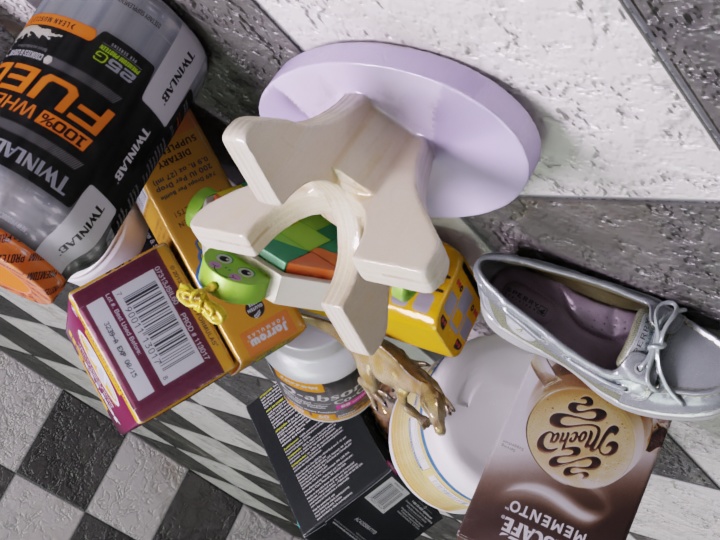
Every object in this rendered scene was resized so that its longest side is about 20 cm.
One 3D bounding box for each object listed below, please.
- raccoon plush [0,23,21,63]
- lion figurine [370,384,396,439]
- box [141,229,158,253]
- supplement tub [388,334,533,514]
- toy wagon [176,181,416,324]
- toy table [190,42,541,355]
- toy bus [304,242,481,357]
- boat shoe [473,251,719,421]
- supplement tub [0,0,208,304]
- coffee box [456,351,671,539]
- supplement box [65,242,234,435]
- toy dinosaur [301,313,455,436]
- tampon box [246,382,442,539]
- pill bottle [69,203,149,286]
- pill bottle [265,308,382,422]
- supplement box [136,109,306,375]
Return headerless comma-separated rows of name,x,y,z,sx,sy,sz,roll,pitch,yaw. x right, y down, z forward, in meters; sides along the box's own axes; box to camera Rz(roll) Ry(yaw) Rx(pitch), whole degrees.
raccoon plush,-0.329,-0.171,0.940,0.132,0.098,0.200,19,178,-3
lion figurine,0.099,0.195,1.288,0.198,0.073,0.123,30,-163,-26
box,-0.205,-0.008,1.068,0.202,0.036,0.143,57,160,17
supplement tub,0.105,0.147,1.034,0.143,0.146,0.200,28,162,-4
toy wagon,-0.049,-0.015,0.784,0.154,0.199,0.040,31,119,20
toy table,-0.004,-0.051,0.673,0.198,0.118,0.185,0,138,46
toy bus,0.000,0.000,0.899,0.197,0.079,0.065,16,159,32
boat shoe,0.169,0.042,0.782,0.200,0.075,0.065,27,168,26
supplement tub,-0.196,-0.088,0.749,0.121,0.202,0.123,23,162,8
coffee box,0.160,0.134,0.832,0.111,0.202,0.080,21,162,15
supplement box,-0.178,0.062,0.916,0.112,0.085,0.200,60,161,2
toy dinosaur,0.015,0.072,0.914,0.199,0.058,0.101,31,166,36
tampon box,-0.020,0.224,1.321,0.150,0.126,0.201,48,-172,-47
pill bottle,-0.263,-0.061,0.863,0.112,0.116,0.199,13,169,37
pill bottle,-0.038,0.063,1.065,0.115,0.118,0.201,23,161,14
supplement box,-0.118,-0.024,0.878,0.202,0.066,0.069,61,160,1
